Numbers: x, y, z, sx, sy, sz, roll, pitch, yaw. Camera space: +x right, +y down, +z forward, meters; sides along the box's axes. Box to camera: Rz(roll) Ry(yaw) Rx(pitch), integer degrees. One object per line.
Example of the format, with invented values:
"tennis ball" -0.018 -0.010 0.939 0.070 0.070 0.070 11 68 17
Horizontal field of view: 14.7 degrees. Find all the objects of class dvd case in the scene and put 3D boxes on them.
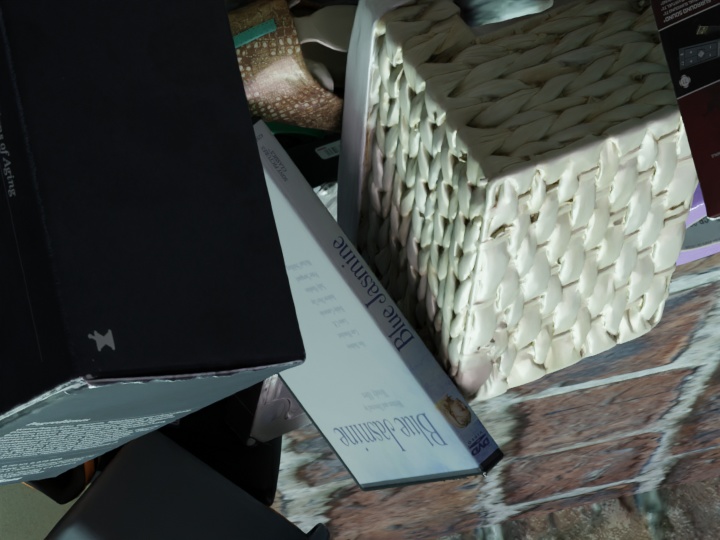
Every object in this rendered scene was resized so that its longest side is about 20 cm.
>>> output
"dvd case" -0.023 0.021 1.347 0.018 0.200 0.143 -40 -171 -24

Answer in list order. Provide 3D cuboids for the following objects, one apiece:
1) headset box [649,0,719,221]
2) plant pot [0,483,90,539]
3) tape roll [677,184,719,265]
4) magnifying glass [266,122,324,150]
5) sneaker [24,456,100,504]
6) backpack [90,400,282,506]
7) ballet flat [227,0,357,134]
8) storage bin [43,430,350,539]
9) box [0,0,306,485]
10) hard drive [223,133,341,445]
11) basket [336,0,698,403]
"headset box" 0.191 -0.102 1.173 0.077 0.201 0.148 -21 166 33
"plant pot" -0.278 0.131 1.810 0.176 0.201 0.199 -15 173 -45
"tape roll" 0.226 -0.068 1.600 0.199 0.066 0.200 -22 170 -4
"magnifying glass" -0.115 -0.052 1.509 0.199 0.023 0.080 -13 165 12
"sneaker" -0.218 0.052 1.527 0.200 0.090 0.070 39 108 -22
"backpack" -0.152 0.055 1.652 0.199 0.164 0.154 -1 -174 -13
"ballet flat" 0.009 -0.096 1.335 0.065 0.071 0.199 -29 162 36
"storage bin" -0.112 0.175 1.588 0.146 0.134 0.200 -52 -177 -35
"box" -0.145 -0.025 1.187 0.123 0.201 0.196 -4 166 -40
"hard drive" 0.000 0.000 1.538 0.139 0.038 0.201 -20 144 -34
"basket" 0.076 -0.048 1.294 0.135 0.124 0.201 -21 149 -18
